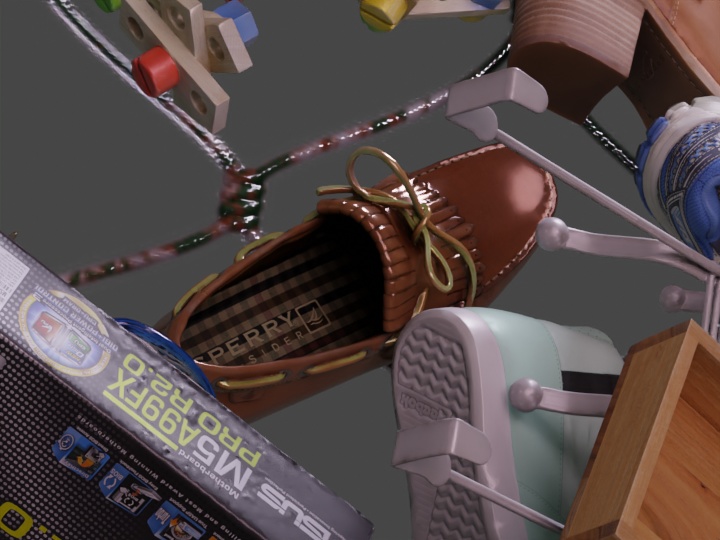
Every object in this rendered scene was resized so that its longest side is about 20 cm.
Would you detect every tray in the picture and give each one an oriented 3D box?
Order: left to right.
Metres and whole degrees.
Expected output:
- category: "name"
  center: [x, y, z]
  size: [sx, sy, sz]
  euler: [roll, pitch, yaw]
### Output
- category: "tray"
  center: [0.161, 0.120, 1.007]
  size: [0.200, 0.037, 0.099]
  euler: [42, 49, -21]

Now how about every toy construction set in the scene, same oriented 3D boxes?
- category: "toy construction set"
  center: [-0.034, -0.128, 1.146]
  size: [0.200, 0.092, 0.131]
  euler: [-31, 87, -39]

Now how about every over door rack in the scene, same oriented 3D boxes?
- category: "over door rack"
  center: [0.071, 0.034, 1.032]
  size: [0.200, 0.066, 0.149]
  euler: [37, 55, -49]

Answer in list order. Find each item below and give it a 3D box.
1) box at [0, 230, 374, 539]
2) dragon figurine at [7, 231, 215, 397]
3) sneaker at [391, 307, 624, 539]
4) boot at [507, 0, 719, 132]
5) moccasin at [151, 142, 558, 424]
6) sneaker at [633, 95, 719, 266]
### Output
- category: "box"
  center: [-0.118, 0.086, 0.994]
  size: [0.200, 0.160, 0.044]
  euler: [39, 37, -7]
- category: "dragon figurine"
  center: [-0.094, 0.059, 1.040]
  size: [0.199, 0.099, 0.059]
  euler: [31, 47, -8]
- category: "sneaker"
  center: [0.076, 0.115, 1.116]
  size: [0.118, 0.074, 0.202]
  euler: [1, 86, -44]
- category: "boot"
  center: [0.156, -0.105, 1.230]
  size: [0.199, 0.077, 0.156]
  euler: [29, 53, -14]
- category: "moccasin"
  center: [-0.001, -0.001, 1.117]
  size: [0.201, 0.078, 0.074]
  euler: [-22, 75, -27]
- category: "sneaker"
  center: [0.197, 0.012, 1.137]
  size: [0.200, 0.085, 0.077]
  euler: [34, 99, -13]
